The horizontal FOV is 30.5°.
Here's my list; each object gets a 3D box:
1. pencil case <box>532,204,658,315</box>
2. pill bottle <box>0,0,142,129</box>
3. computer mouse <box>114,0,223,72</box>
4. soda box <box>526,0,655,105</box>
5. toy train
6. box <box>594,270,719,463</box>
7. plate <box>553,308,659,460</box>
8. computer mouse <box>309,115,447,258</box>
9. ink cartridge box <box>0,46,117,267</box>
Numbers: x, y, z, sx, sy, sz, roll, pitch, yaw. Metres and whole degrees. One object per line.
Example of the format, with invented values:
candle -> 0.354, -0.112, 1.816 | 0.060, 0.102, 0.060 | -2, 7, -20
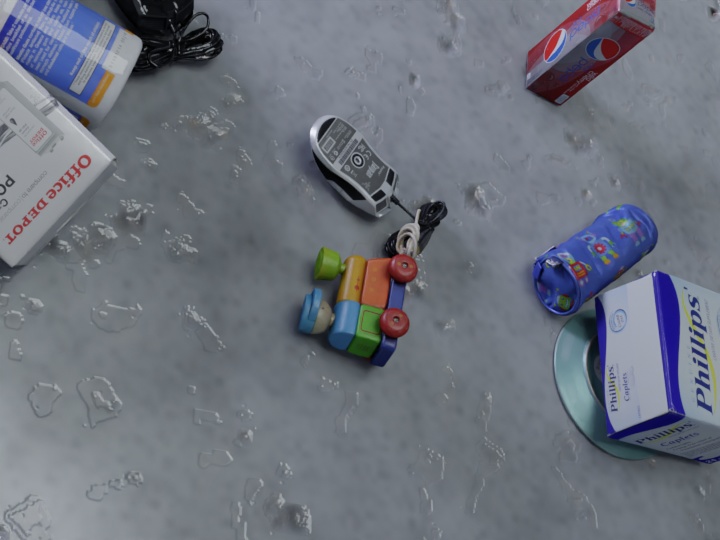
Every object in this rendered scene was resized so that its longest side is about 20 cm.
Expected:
pencil case -> 0.296, -0.018, 1.684 | 0.087, 0.078, 0.200 | 45, 49, 16
pill bottle -> -0.336, -0.240, 1.360 | 0.199, 0.112, 0.113 | 29, 54, -18
computer mouse -> -0.250, -0.321, 1.504 | 0.138, 0.053, 0.201 | -20, 89, -37
soda box -> 0.304, -0.305, 1.755 | 0.063, 0.200, 0.070 | 23, 56, -23
toy train -> 0.000, 0.000, 1.486 | 0.115, 0.085, 0.201 | 16, 58, -10
box -> 0.397, 0.122, 1.624 | 0.199, 0.105, 0.185 | 17, 60, -34
plate -> 0.329, 0.138, 1.659 | 0.199, 0.026, 0.201 | 15, 60, -27
computer mouse -> 0.010, -0.102, 1.564 | 0.200, 0.044, 0.110 | 45, 55, -13
ink cartridge box -> -0.353, -0.122, 1.268 | 0.200, 0.083, 0.147 | 43, 86, -7
